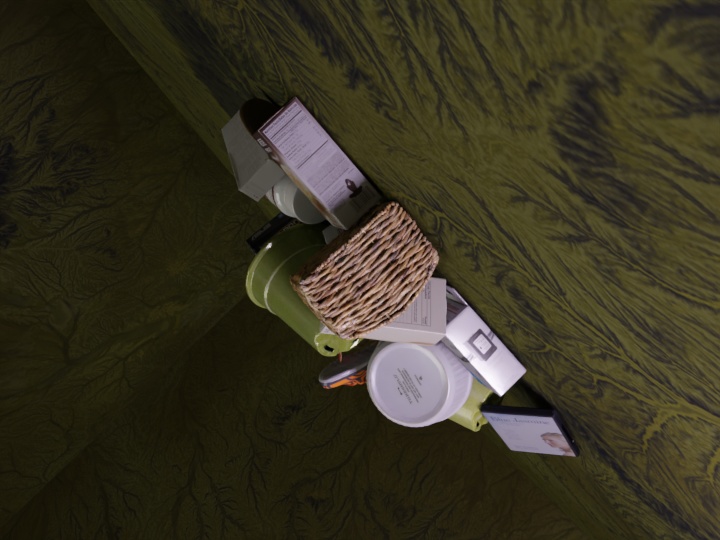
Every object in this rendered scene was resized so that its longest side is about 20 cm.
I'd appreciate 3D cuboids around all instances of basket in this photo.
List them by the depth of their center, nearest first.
[{"bbox_3d":[0.010,0.006,1.177,0.143,0.200,0.149,49,173,-8],"label":"basket"}]

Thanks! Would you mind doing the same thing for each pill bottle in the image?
[{"bbox_3d":[-0.127,-0.168,1.429,0.200,0.114,0.114,40,172,49],"label":"pill bottle"}]

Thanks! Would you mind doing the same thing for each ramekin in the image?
[{"bbox_3d":[0.103,0.199,1.440,0.202,0.202,0.094,45,-161,10],"label":"ramekin"}]

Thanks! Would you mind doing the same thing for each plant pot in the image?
[{"bbox_3d":[-0.074,0.048,1.387,0.190,0.200,0.200,46,176,35],"label":"plant pot"},{"bbox_3d":[0.190,0.220,1.547,0.184,0.201,0.200,30,168,28],"label":"plant pot"}]

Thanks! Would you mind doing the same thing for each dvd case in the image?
[{"bbox_3d":[0.329,0.309,1.478,0.142,0.018,0.200,-1,146,30],"label":"dvd case"}]

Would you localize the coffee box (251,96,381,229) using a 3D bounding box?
[{"bbox_3d":[-0.070,-0.164,1.195,0.200,0.080,0.114,48,174,-13],"label":"coffee box"}]

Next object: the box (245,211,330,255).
[{"bbox_3d":[-0.114,-0.076,1.532,0.161,0.200,0.049,40,167,53],"label":"box"}]

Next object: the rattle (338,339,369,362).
[{"bbox_3d":[-0.025,0.100,1.600,0.143,0.200,0.130,21,148,38],"label":"rattle"}]

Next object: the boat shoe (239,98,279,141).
[{"bbox_3d":[-0.131,-0.216,1.321,0.200,0.073,0.065,45,169,17],"label":"boat shoe"}]

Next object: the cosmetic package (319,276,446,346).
[{"bbox_3d":[0.038,0.058,1.267,0.199,0.106,0.071,10,156,-13],"label":"cosmetic package"}]

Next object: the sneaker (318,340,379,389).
[{"bbox_3d":[0.011,0.222,1.552,0.077,0.199,0.112,12,117,55],"label":"sneaker"}]

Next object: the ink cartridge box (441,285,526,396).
[{"bbox_3d":[0.184,0.116,1.340,0.200,0.067,0.116,47,175,-11],"label":"ink cartridge box"}]

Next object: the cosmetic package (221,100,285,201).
[{"bbox_3d":[-0.195,-0.220,1.403,0.051,0.083,0.200,30,-154,-39],"label":"cosmetic package"}]

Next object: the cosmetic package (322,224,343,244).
[{"bbox_3d":[0.031,-0.013,1.338,0.200,0.101,0.074,52,-170,-38],"label":"cosmetic package"}]
